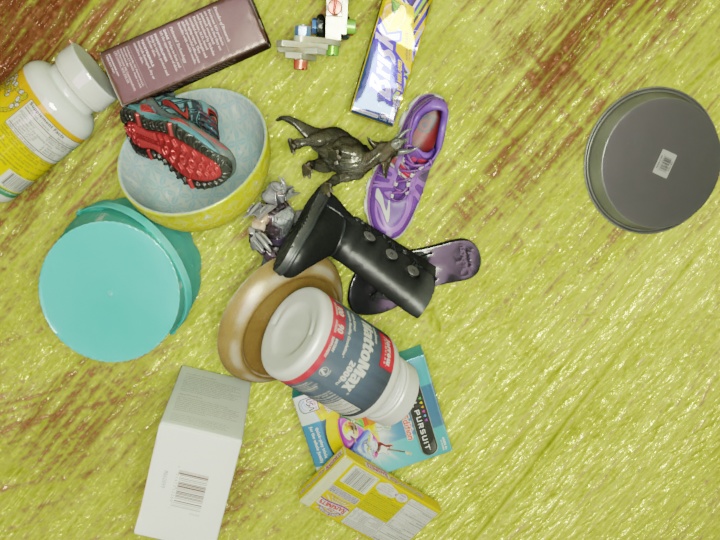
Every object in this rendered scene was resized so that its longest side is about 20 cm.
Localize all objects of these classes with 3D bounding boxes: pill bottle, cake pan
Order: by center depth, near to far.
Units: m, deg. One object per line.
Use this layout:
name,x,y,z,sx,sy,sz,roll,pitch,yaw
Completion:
pill bottle,-0.408,-0.188,1.010,0.198,0.113,0.114,-37,102,5
pill bottle,-0.019,0.118,1.028,0.199,0.120,0.120,35,99,-36
cake pan,0.408,-0.149,1.110,0.195,0.037,0.205,-1,102,-4

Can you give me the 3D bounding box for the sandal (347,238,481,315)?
sandal,0.072,0.004,1.118,0.196,0.043,0.078,-22,103,1

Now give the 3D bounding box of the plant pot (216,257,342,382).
plant pot,-0.097,0.069,1.066,0.197,0.027,0.203,-25,134,-28

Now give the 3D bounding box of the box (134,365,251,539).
box,-0.217,0.240,1.070,0.104,0.200,0.156,14,101,-8

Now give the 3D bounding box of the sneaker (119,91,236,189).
sneaker,-0.198,-0.167,0.939,0.095,0.198,0.080,-36,139,-28

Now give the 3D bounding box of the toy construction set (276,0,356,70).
toy construction set,-0.038,-0.342,0.991,0.090,0.131,0.204,16,101,-6

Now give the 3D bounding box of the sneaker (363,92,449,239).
sneaker,0.061,-0.138,1.066,0.079,0.084,0.204,18,101,-7

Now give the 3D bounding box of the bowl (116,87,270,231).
bowl,-0.198,-0.122,1.030,0.196,0.203,0.108,-19,146,1

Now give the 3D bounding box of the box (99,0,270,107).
box,-0.214,-0.276,1.010,0.196,0.100,0.076,-22,102,1

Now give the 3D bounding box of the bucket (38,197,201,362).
bucket,-0.310,0.011,1.048,0.202,0.135,0.213,-1,104,-5

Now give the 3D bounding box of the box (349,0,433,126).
box,0.043,-0.293,1.038,0.063,0.070,0.204,16,100,-5

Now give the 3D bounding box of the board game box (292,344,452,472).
board game box,0.017,0.213,1.158,0.196,0.047,0.154,-18,103,1

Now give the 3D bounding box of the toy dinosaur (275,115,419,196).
toy dinosaur,-0.031,-0.152,1.047,0.197,0.101,0.079,21,121,37

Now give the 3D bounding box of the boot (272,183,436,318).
boot,0.000,-0.001,1.020,0.199,0.166,0.066,38,133,-12

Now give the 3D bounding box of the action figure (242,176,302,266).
action figure,-0.107,-0.028,1.070,0.068,0.129,0.204,19,119,31

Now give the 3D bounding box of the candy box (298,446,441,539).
candy box,0.016,0.333,1.159,0.199,0.027,0.102,37,109,-28
